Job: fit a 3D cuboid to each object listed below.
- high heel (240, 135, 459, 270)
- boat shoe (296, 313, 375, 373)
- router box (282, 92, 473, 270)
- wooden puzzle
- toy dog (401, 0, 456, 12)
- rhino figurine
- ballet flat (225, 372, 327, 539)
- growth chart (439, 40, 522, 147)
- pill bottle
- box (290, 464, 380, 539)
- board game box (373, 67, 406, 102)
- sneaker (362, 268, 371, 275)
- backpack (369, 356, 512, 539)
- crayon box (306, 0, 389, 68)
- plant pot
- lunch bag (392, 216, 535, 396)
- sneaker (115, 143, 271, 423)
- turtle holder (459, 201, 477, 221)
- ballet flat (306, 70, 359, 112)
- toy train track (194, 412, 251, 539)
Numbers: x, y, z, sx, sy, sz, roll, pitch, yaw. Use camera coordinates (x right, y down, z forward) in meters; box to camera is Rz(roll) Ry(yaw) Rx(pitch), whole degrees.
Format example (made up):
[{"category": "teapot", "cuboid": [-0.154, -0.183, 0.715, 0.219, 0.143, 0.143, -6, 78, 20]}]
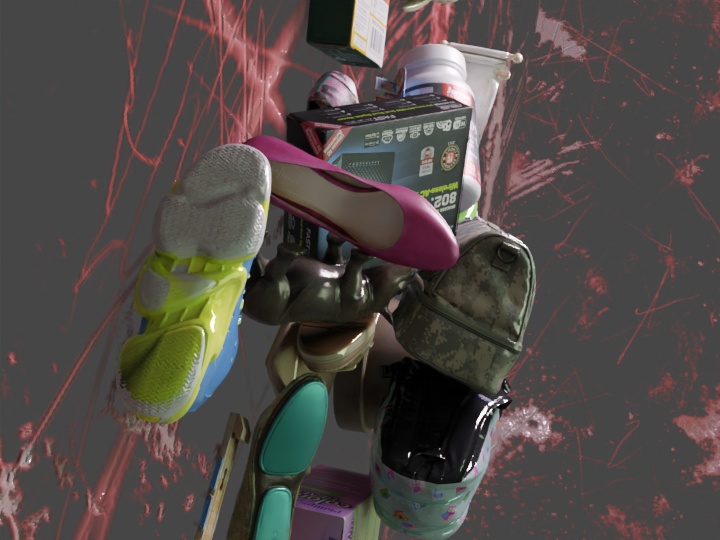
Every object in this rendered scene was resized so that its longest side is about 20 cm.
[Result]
[{"category": "high heel", "cuboid": [-0.013, -0.052, 0.674, 0.068, 0.199, 0.096, -58, 171, 19]}, {"category": "boat shoe", "cuboid": [-0.018, 0.072, 0.835, 0.200, 0.071, 0.066, -57, 149, -75]}, {"category": "router box", "cuboid": [0.017, -0.087, 0.819, 0.198, 0.062, 0.152, -17, 124, -36]}, {"category": "wooden puzzle", "cuboid": [-0.059, 0.089, 0.892, 0.187, 0.037, 0.202, 81, 18, -48]}, {"category": "toy dog", "cuboid": [0.102, -0.415, 1.050, 0.141, 0.192, 0.200, 60, 27, -4]}, {"category": "rhino figurine", "cuboid": [-0.023, 0.011, 0.748, 0.197, 0.060, 0.088, 4, 120, -33]}, {"category": "ballet flat", "cuboid": [-0.085, 0.188, 0.773, 0.071, 0.070, 0.203, 7, 97, -75]}, {"category": "growth chart", "cuboid": [0.123, -0.225, 1.145, 0.018, 0.143, 0.203, 21, 92, -64]}, {"category": "pill bottle", "cuboid": [0.095, -0.182, 1.071, 0.116, 0.114, 0.203, 59, 29, -68]}, {"category": "box", "cuboid": [-0.047, 0.337, 0.943, 0.200, 0.095, 0.179, 8, 90, -76]}, {"category": "board game box", "cuboid": [0.017, -0.149, 1.013, 0.158, 0.038, 0.203, 117, -20, -67]}, {"category": "sneaker", "cuboid": [0.000, 0.000, 1.002, 0.200, 0.090, 0.079, 120, -52, -76]}, {"category": "backpack", "cuboid": [0.086, 0.207, 0.958, 0.201, 0.164, 0.128, -62, 155, -57]}, {"category": "crayon box", "cuboid": [-0.003, -0.320, 0.835, 0.126, 0.051, 0.204, -14, 112, -74]}, {"category": "plant pot", "cuboid": [0.071, 0.134, 1.135, 0.200, 0.171, 0.204, 8, 90, -75]}, {"category": "lunch bag", "cuboid": [0.127, 0.026, 0.960, 0.169, 0.138, 0.200, -61, -177, 7]}, {"category": "sneaker", "cuboid": [-0.114, 0.013, 0.587, 0.105, 0.075, 0.203, 92, 18, -71]}, {"category": "turtle holder", "cuboid": [0.088, -0.083, 1.193, 0.140, 0.185, 0.133, -35, 141, -24]}, {"category": "ballet flat", "cuboid": [-0.028, -0.103, 0.855, 0.071, 0.068, 0.203, -42, 138, -39]}, {"category": "toy train track", "cuboid": [-0.124, 0.227, 0.715, 0.115, 0.032, 0.203, 66, 34, -64]}]
